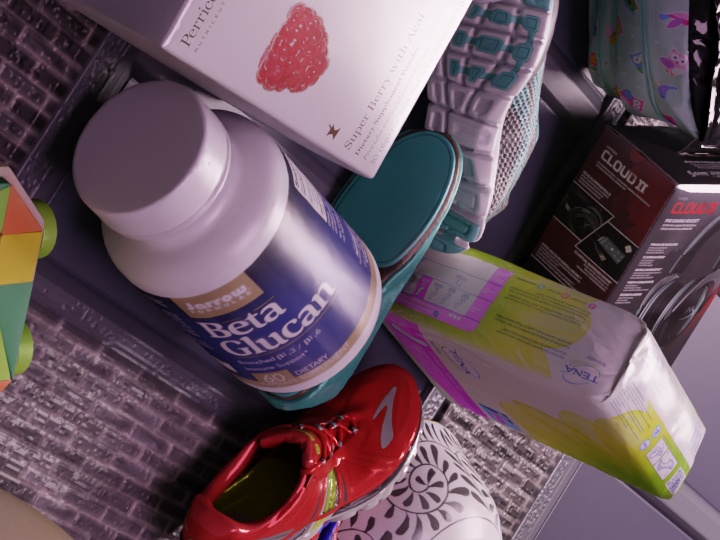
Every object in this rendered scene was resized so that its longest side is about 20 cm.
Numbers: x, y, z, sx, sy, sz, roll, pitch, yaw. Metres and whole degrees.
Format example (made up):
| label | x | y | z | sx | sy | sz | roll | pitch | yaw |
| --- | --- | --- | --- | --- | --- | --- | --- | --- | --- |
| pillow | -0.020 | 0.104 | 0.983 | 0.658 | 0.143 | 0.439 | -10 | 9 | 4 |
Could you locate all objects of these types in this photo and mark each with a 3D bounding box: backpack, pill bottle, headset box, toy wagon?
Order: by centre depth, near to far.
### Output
| label | x | y | z | sx | sy | sz | roll | pitch | yaw |
| --- | --- | --- | --- | --- | --- | --- | --- | --- | --- |
| toy wagon | -0.222 | -0.005 | 1.113 | 0.155 | 0.039 | 0.201 | -7 | 119 | -48 |
| pill bottle | -0.075 | -0.020 | 1.220 | 0.111 | 0.111 | 0.200 | -54 | 143 | -9 |
| backpack | 0.226 | -0.191 | 1.458 | 0.166 | 0.126 | 0.201 | -27 | 131 | -33 |
| headset box | 0.200 | -0.017 | 1.551 | 0.148 | 0.077 | 0.201 | -2 | 129 | -50 |

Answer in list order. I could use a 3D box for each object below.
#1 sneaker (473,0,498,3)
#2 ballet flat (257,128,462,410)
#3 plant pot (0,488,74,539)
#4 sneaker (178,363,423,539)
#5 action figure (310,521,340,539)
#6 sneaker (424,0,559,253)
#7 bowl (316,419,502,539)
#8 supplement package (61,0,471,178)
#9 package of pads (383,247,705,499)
| label | x | y | z | sx | sy | sz | roll | pitch | yaw |
| --- | --- | --- | --- | --- | --- | --- | --- | --- | --- |
| sneaker | 0.097 | -0.257 | 1.285 | 0.201 | 0.075 | 0.114 | -61 | 158 | 6 |
| ballet flat | 0.000 | 0.000 | 1.374 | 0.201 | 0.067 | 0.070 | -57 | 163 | -3 |
| plant pot | -0.223 | 0.183 | 1.145 | 0.188 | 0.187 | 0.200 | -65 | 159 | 5 |
| sneaker | -0.030 | 0.121 | 1.381 | 0.200 | 0.077 | 0.085 | -39 | 159 | -28 |
| action figure | -0.053 | 0.185 | 1.431 | 0.065 | 0.052 | 0.200 | 45 | 74 | -26 |
| sneaker | 0.084 | -0.113 | 1.400 | 0.091 | 0.077 | 0.201 | -22 | 134 | -61 |
| bowl | 0.039 | 0.213 | 1.528 | 0.200 | 0.094 | 0.202 | -29 | 132 | -37 |
| supplement package | -0.056 | -0.151 | 1.149 | 0.200 | 0.120 | 0.122 | 28 | 92 | -54 |
| package of pads | 0.115 | 0.058 | 1.427 | 0.068 | 0.199 | 0.155 | -57 | 144 | -15 |
